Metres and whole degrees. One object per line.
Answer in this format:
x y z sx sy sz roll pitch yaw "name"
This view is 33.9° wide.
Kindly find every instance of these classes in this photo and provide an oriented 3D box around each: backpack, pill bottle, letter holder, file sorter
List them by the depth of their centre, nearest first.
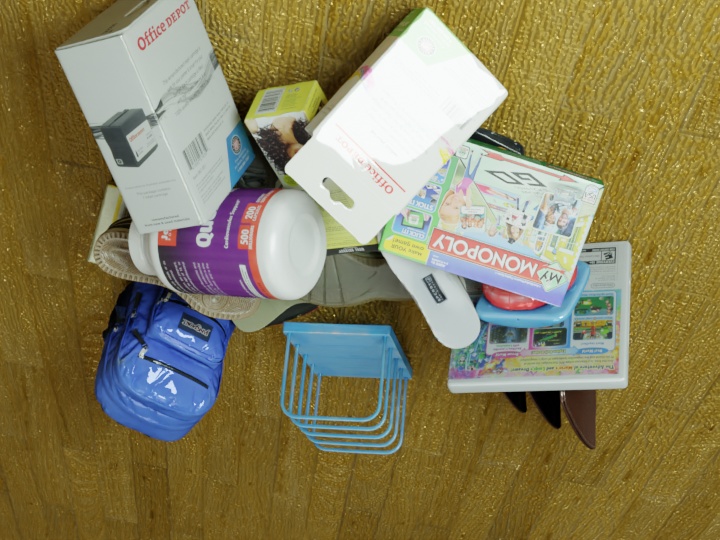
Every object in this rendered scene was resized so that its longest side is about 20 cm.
-0.142 -0.030 1.235 0.198 0.113 0.113 3 143 29 "pill bottle"
0.220 0.133 1.425 0.100 0.143 0.200 -7 154 20 "letter holder"
-0.249 0.100 1.510 0.161 0.201 0.168 25 142 -15 "backpack"
-0.018 0.157 1.536 0.137 0.124 0.200 2 160 12 "file sorter"

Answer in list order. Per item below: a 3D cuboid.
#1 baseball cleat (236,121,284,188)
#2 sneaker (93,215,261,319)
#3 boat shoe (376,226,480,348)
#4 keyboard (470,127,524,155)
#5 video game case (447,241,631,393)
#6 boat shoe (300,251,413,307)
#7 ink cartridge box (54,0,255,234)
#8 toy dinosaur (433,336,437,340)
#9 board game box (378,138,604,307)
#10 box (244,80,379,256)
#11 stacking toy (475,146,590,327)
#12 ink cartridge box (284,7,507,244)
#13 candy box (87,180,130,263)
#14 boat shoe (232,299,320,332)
-0.111 -0.072 1.326 0.069 0.107 0.201 8 141 14 "baseball cleat"
-0.211 -0.008 1.378 0.198 0.109 0.071 21 99 -13 "sneaker"
0.071 -0.013 1.277 0.070 0.070 0.201 -28 110 8 "boat shoe"
0.126 -0.081 1.319 0.126 0.021 0.200 26 142 -9 "keyboard"
0.203 0.052 1.331 0.198 0.183 0.024 -4 145 20 "video game case"
0.001 -0.001 1.381 0.199 0.066 0.073 0 108 2 "boat shoe"
-0.195 -0.160 1.158 0.083 0.145 0.201 -7 120 24 "ink cartridge box"
0.128 0.047 1.464 0.088 0.048 0.199 26 145 -28 "toy dinosaur"
0.131 -0.056 1.202 0.198 0.029 0.136 17 107 -1 "board game box"
-0.040 -0.101 1.226 0.075 0.050 0.201 -6 136 29 "box"
0.166 -0.047 1.261 0.115 0.110 0.201 0 128 31 "stacking toy"
0.028 -0.137 1.123 0.117 0.067 0.200 43 92 -15 "ink cartridge box"
-0.223 -0.031 1.437 0.198 0.026 0.103 18 109 -6 "candy box"
-0.071 0.015 1.469 0.200 0.063 0.074 -27 89 25 "boat shoe"
